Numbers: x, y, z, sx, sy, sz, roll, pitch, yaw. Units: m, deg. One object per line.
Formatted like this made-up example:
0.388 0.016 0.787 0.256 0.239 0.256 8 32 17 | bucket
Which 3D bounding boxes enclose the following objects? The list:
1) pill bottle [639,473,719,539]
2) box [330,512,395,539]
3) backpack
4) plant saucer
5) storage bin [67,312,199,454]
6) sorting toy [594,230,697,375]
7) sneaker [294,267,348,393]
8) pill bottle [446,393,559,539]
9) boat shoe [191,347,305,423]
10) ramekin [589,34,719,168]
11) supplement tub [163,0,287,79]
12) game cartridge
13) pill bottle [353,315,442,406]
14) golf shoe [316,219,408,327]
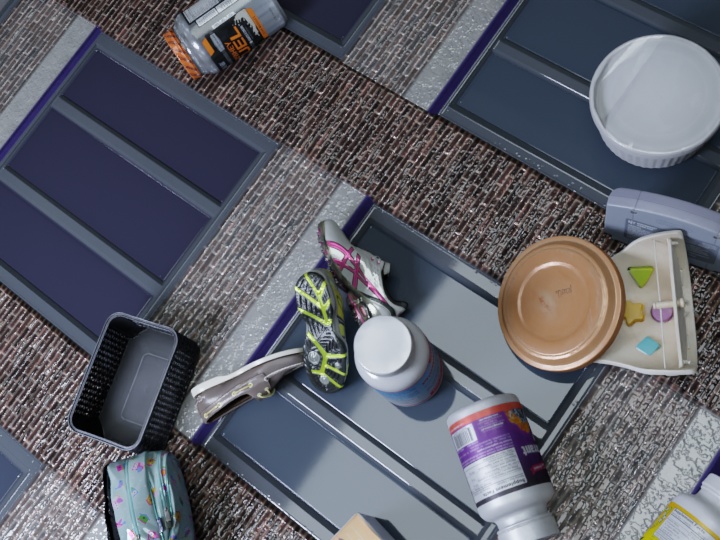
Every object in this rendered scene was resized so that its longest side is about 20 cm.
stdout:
0.431 0.369 1.238 0.104 0.104 0.200 40 85 22 | pill bottle
-0.011 0.469 1.316 0.152 0.106 0.200 42 86 22 | box
-0.318 0.375 1.409 0.126 0.167 0.201 -13 66 -11 | backpack
0.288 0.047 1.372 0.199 0.032 0.202 -9 75 36 | plant saucer
-0.361 0.183 1.501 0.134 0.094 0.201 15 76 18 | storage bin
0.386 0.059 1.357 0.179 0.107 0.201 -6 77 23 | sorting toy
-0.048 0.092 1.443 0.075 0.076 0.201 1 106 20 | sneaker
0.204 0.285 1.317 0.111 0.111 0.201 -21 69 7 | pill bottle
-0.169 0.179 1.468 0.199 0.072 0.060 -24 75 10 | boat shoe
0.452 -0.251 1.434 0.201 0.094 0.204 -4 73 13 | ramekin
-0.239 -0.432 1.650 0.199 0.123 0.123 -35 68 2 | supplement tub
0.454 -0.059 1.352 0.199 0.133 0.041 20 77 18 | game cartridge
0.053 0.129 1.356 0.108 0.200 0.109 -4 72 13 | pill bottle
0.000 0.000 1.484 0.092 0.073 0.201 -29 77 -1 | golf shoe
